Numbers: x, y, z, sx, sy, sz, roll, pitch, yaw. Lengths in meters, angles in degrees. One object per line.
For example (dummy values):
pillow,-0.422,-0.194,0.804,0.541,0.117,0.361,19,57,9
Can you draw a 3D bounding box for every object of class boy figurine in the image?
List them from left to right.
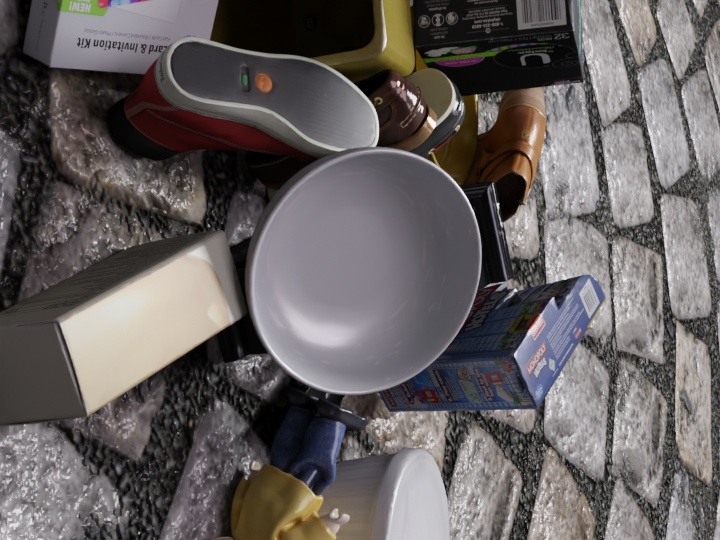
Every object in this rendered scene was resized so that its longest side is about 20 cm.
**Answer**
boy figurine,-0.059,0.204,1.157,0.064,0.123,0.202,27,79,-45

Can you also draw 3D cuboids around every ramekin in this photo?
ramekin,0.011,0.259,1.243,0.202,0.093,0.206,-1,90,-72

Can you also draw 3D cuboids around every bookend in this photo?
bookend,0.000,0.000,1.218,0.199,0.197,0.093,-30,110,-55

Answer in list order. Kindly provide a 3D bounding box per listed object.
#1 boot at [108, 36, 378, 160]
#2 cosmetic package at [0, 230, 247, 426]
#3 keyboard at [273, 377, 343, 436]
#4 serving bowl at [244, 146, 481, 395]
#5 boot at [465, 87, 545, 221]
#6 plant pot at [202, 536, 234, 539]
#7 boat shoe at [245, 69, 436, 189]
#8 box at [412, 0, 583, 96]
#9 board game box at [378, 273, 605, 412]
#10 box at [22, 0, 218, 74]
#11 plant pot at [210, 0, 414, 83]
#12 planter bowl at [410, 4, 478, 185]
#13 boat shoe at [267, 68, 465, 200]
boot,-0.096,-0.118,1.122,0.198,0.144,0.073,13,67,-28
cosmetic package,-0.182,0.039,1.012,0.200,0.104,0.072,-33,111,-54
keyboard,-0.042,0.093,1.300,0.201,0.039,0.105,-56,152,-49
serving bowl,-0.005,-0.005,1.113,0.197,0.066,0.203,-7,109,-21
boot,0.145,-0.091,1.506,0.201,0.073,0.156,105,-1,-46
plant pot,-0.115,0.306,1.014,0.186,0.185,0.203,8,62,-57
boat shoe,-0.029,-0.127,1.204,0.070,0.198,0.071,41,47,-37
box,0.133,-0.250,1.307,0.200,0.146,0.126,24,63,-78
board game box,0.114,0.072,1.362,0.200,0.198,0.062,-47,116,-50
box,-0.167,-0.252,1.057,0.155,0.041,0.202,-4,116,-49
plant pot,-0.043,-0.247,1.226,0.200,0.192,0.199,16,68,-69
planter bowl,0.054,-0.185,1.440,0.200,0.082,0.204,-4,90,-67
boat shoe,0.007,-0.109,1.274,0.074,0.200,0.063,63,12,20
